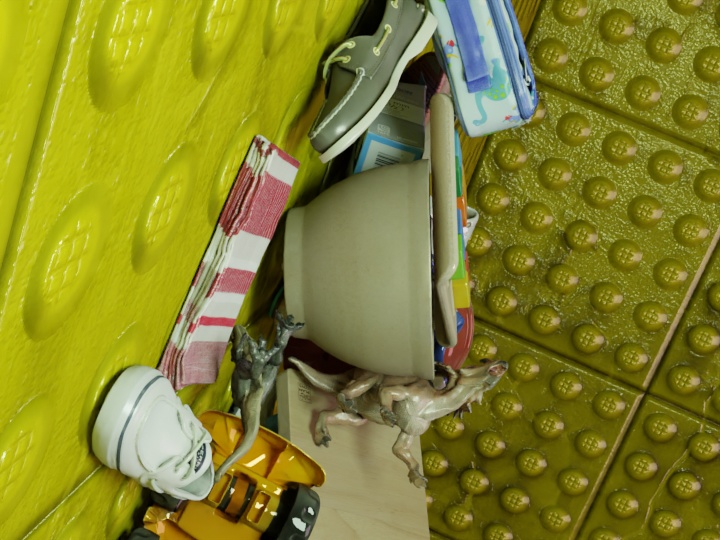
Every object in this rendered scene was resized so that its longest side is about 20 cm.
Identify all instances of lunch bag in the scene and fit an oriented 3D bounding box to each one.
[{"bbox_3d":[0.106,-0.227,1.114,0.161,0.082,0.202,-32,105,-79],"label":"lunch bag"}]

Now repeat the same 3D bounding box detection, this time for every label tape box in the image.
[{"bbox_3d":[0.020,-0.117,1.248,0.201,0.066,0.144,-86,-167,-59],"label":"label tape box"}]

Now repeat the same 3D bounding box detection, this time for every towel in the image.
[{"bbox_3d":[-0.098,-0.002,0.934,0.144,0.023,0.201,16,97,-84],"label":"towel"}]

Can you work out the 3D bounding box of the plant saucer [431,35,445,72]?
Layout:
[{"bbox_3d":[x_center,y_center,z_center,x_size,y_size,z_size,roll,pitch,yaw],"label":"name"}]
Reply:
[{"bbox_3d":[0.118,-0.311,1.278,0.200,0.027,0.202,8,90,-68],"label":"plant saucer"}]

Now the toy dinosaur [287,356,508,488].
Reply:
[{"bbox_3d":[0.032,0.119,1.154,0.136,0.199,0.086,-54,155,-48],"label":"toy dinosaur"}]

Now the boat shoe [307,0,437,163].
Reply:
[{"bbox_3d":[0.000,-0.169,0.988,0.072,0.060,0.202,-27,-155,46],"label":"boat shoe"}]

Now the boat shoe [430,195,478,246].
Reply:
[{"bbox_3d":[0.061,-0.065,1.406,0.199,0.071,0.070,3,130,-44],"label":"boat shoe"}]

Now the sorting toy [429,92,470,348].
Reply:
[{"bbox_3d":[0.086,-0.042,1.127,0.200,0.036,0.187,80,9,-68],"label":"sorting toy"}]

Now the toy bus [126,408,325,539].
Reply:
[{"bbox_3d":[-0.137,0.234,1.043,0.201,0.135,0.192,-63,-172,-14],"label":"toy bus"}]

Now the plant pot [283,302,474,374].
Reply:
[{"bbox_3d":[0.013,0.079,1.396,0.195,0.200,0.202,-30,143,-66],"label":"plant pot"}]

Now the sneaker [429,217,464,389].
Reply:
[{"bbox_3d":[0.072,0.033,1.245,0.075,0.088,0.202,16,77,-62],"label":"sneaker"}]

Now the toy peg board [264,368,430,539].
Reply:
[{"bbox_3d":[-0.032,0.229,1.201,0.097,0.199,0.201,-26,-125,34],"label":"toy peg board"}]

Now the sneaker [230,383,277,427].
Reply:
[{"bbox_3d":[-0.095,0.211,1.241,0.076,0.115,0.202,-35,147,-76],"label":"sneaker"}]

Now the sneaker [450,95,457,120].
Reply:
[{"bbox_3d":[0.081,-0.209,1.467,0.200,0.077,0.085,122,-11,-65],"label":"sneaker"}]

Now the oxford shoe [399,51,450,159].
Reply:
[{"bbox_3d":[0.072,-0.170,1.375,0.071,0.073,0.201,64,-35,33],"label":"oxford shoe"}]

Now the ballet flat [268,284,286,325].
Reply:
[{"bbox_3d":[-0.031,0.004,1.261,0.200,0.067,0.068,-60,171,-45],"label":"ballet flat"}]

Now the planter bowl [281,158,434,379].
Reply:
[{"bbox_3d":[0.000,0.000,1.088,0.200,0.134,0.202,-1,90,-87],"label":"planter bowl"}]

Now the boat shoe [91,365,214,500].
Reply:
[{"bbox_3d":[-0.136,0.121,0.847,0.200,0.066,0.074,89,25,-73],"label":"boat shoe"}]

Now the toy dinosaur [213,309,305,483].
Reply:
[{"bbox_3d":[-0.085,0.084,0.963,0.200,0.047,0.089,-91,-154,-65],"label":"toy dinosaur"}]
